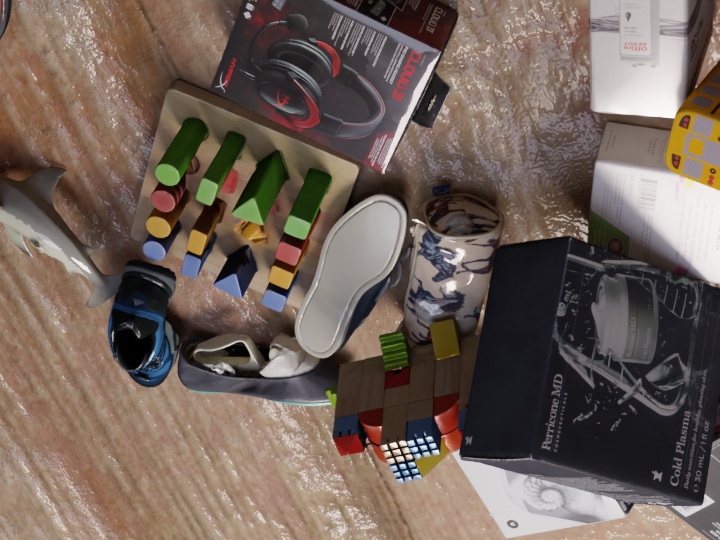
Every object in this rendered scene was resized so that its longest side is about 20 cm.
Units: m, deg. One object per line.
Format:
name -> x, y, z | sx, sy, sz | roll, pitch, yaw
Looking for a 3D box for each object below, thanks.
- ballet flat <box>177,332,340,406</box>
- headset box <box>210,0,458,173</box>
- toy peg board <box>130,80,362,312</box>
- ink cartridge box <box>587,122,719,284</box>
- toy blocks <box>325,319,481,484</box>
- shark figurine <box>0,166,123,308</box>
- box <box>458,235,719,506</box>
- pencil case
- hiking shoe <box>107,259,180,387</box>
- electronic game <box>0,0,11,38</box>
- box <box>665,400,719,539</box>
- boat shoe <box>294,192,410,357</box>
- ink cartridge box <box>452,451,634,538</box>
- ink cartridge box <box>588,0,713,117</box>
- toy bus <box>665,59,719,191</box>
ballet flat -> -0.102, 0.099, 1.863 | 0.199, 0.073, 0.073 | 4, 128, 19
headset box -> -0.015, -0.191, 1.600 | 0.199, 0.075, 0.149 | 26, 130, -2
toy peg board -> -0.127, -0.048, 1.737 | 0.199, 0.098, 0.200 | 23, 130, 1
ink cartridge box -> 0.308, -0.055, 1.599 | 0.199, 0.067, 0.118 | 10, 130, 12
toy blocks -> 0.053, 0.137, 1.690 | 0.199, 0.137, 0.100 | -13, 128, 16
shark figurine -> -0.311, -0.055, 1.814 | 0.214, 0.090, 0.128 | 36, 164, 0
box -> 0.213, 0.094, 1.607 | 0.196, 0.201, 0.124 | 17, 167, -26
pencil case -> 0.077, 0.016, 1.728 | 0.089, 0.078, 0.201 | 11, 130, -1
hiking shoe -> -0.233, 0.072, 1.837 | 0.074, 0.087, 0.200 | 15, 146, 7
electronic game -> -0.425, -0.278, 1.696 | 0.199, 0.042, 0.201 | 9, 129, 12
box -> 0.380, 0.191, 1.723 | 0.200, 0.115, 0.132 | 37, 130, -21
boat shoe -> 0.000, 0.000, 1.751 | 0.075, 0.062, 0.201 | 32, 123, 14
ink cartridge box -> 0.192, 0.175, 1.797 | 0.199, 0.041, 0.200 | -18, 119, 30
ink cartridge box -> 0.234, -0.243, 1.426 | 0.082, 0.147, 0.201 | 7, 129, 18
toy bus -> 0.321, -0.139, 1.446 | 0.078, 0.200, 0.065 | 22, 131, 21
